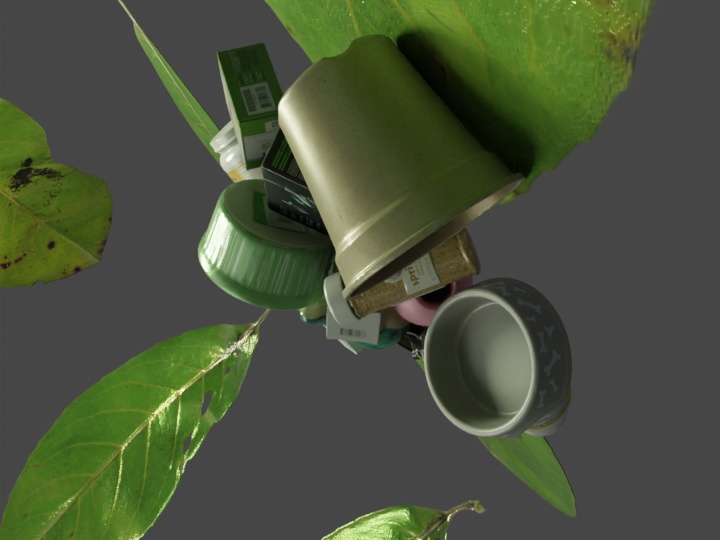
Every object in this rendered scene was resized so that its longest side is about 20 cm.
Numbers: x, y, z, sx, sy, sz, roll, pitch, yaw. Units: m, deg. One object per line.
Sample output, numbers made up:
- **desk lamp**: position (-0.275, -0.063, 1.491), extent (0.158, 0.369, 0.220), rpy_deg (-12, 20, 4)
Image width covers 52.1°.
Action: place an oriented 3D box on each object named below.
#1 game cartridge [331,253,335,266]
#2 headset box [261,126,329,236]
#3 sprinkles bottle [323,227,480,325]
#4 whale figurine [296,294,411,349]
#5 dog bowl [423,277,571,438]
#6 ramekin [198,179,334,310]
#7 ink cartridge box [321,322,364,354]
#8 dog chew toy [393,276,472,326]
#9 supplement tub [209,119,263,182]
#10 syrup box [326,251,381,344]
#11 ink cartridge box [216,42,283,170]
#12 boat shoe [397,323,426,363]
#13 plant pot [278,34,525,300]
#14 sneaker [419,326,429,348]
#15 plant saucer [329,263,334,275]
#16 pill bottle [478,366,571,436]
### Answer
- **game cartridge**: position (-0.052, -0.037, 1.283), extent (0.041, 0.133, 0.200), rpy_deg (44, -167, 6)
- **headset box**: position (-0.031, -0.109, 0.952), extent (0.197, 0.094, 0.174), rpy_deg (24, 167, 2)
- **sprinkles bottle**: position (0.052, 0.006, 0.947), extent (0.068, 0.197, 0.069), rpy_deg (-21, -91, -76)
- **whale figurine**: position (-0.013, 0.071, 1.162), extent (0.159, 0.197, 0.105), rpy_deg (50, 134, 52)
- **dog bowl**: position (0.159, 0.111, 0.908), extent (0.058, 0.203, 0.200), rpy_deg (-1, -148, -43)
- **ramekin**: position (-0.127, -0.045, 1.063), extent (0.197, 0.099, 0.201), rpy_deg (17, -148, -11)
- **ink cartridge box**: position (0.024, 0.046, 1.314), extent (0.083, 0.200, 0.146), rpy_deg (46, 173, -6)
- **dog chew toy**: position (0.093, 0.010, 1.085), extent (0.125, 0.124, 0.200), rpy_deg (48, -179, -8)
- **supplement tub**: position (-0.174, -0.202, 1.388), extent (0.201, 0.144, 0.144), rpy_deg (50, 172, -19)
- **syrup box**: position (0.000, 0.000, 1.090), extent (0.077, 0.203, 0.082), rpy_deg (6, 141, 2)
- **ink cartridge box**: position (-0.154, -0.211, 1.117), extent (0.201, 0.074, 0.150), rpy_deg (93, 159, -56)
- **boat shoe**: position (0.107, 0.122, 1.218), extent (0.199, 0.060, 0.074), rpy_deg (36, 162, 52)
- **plant pot**: position (0.021, -0.105, 0.689), extent (0.185, 0.199, 0.201), rpy_deg (58, 173, 5)
- **sneaker**: position (0.161, 0.149, 1.092), extent (0.200, 0.073, 0.080), rpy_deg (46, -159, -26)
- **plant saucer**: position (-0.020, -0.007, 1.306), extent (0.039, 0.202, 0.201), rpy_deg (39, 172, 2)
- **pill bottle**: position (0.234, 0.156, 1.028), extent (0.111, 0.111, 0.201), rpy_deg (41, 170, 39)
